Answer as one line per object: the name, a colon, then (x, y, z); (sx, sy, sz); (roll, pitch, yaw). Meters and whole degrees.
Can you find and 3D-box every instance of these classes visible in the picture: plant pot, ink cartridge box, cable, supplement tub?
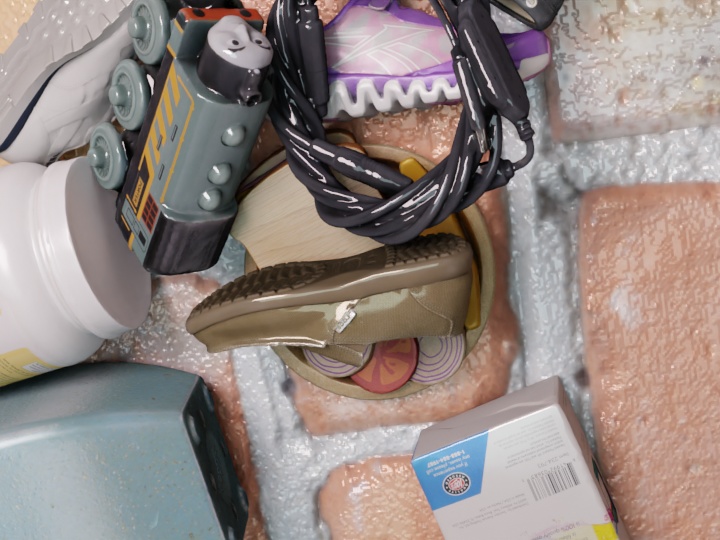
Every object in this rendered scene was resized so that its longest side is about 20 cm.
plant pot: (-0.189, 0.169, 0.833); (0.197, 0.196, 0.199); (-18, 99, 1)
ink cartridge box: (0.129, 0.194, 0.845); (0.115, 0.067, 0.202); (-22, 98, 13)
cable: (0.012, -0.122, 0.733); (0.162, 0.051, 0.202); (-28, 86, 26)
supplement tub: (-0.263, 0.009, 0.826); (0.197, 0.145, 0.147); (-17, 99, 11)

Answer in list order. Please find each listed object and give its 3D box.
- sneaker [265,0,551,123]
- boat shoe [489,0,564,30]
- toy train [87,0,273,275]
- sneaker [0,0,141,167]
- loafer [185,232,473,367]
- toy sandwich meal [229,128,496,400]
sneaker: (0.027, -0.150, 0.786); (0.197, 0.080, 0.090); (-6, 93, 11)
boat shoe: (0.047, -0.222, 0.756); (0.198, 0.076, 0.061); (29, 92, 13)
toy train: (-0.112, -0.093, 0.763); (0.114, 0.084, 0.201); (55, 135, 30)
sneaker: (-0.187, -0.145, 0.808); (0.199, 0.080, 0.077); (-38, 50, 26)
loafer: (-0.019, 0.030, 0.763); (0.197, 0.076, 0.068); (-11, 105, 15)
toy sandwich meal: (0.000, 0.000, 0.822); (0.202, 0.070, 0.209); (2, 102, 8)
